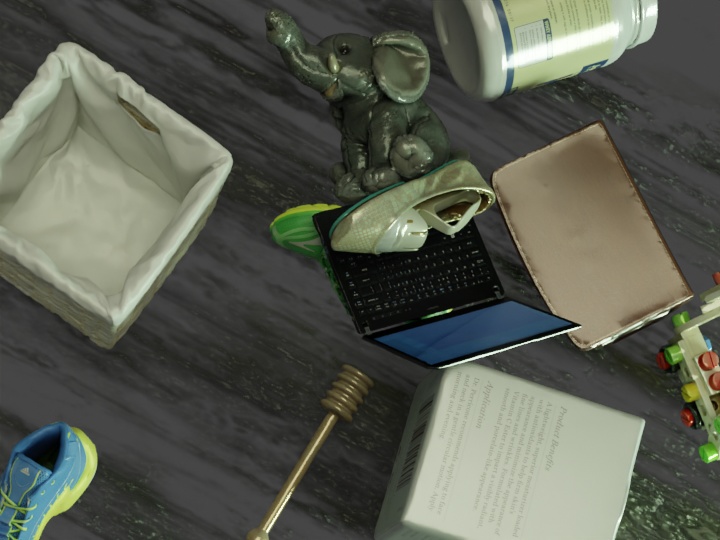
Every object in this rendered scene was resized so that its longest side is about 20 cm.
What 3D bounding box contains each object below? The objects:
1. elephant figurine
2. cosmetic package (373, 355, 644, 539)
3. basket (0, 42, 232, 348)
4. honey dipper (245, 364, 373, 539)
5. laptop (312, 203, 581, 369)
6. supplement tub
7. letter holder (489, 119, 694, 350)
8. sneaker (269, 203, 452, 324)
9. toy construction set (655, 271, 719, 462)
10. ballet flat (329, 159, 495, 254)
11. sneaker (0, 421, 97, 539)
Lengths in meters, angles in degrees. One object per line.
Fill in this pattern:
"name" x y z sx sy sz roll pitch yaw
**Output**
"elephant figurine" 0.008 -0.178 1.776 0.140 0.155 0.202 -20 88 8
"cosmetic package" 0.137 0.199 1.690 0.198 0.165 0.166 19 74 -4
"basket" -0.254 -0.066 1.685 0.197 0.161 0.201 34 73 0
"honey dipper" -0.054 0.183 1.730 0.038 0.038 0.201 33 75 0
"laptop" 0.080 0.001 1.697 0.176 0.103 0.201 -13 74 -32
"supplement tub" 0.187 -0.266 1.829 0.198 0.145 0.146 -18 79 -14
"letter holder" 0.216 -0.022 1.797 0.141 0.101 0.201 -25 81 -13
"sneaker" 0.000 0.000 1.761 0.199 0.074 0.084 26 60 -3
"toy construction set" 0.358 0.103 1.771 0.091 0.131 0.202 -5 76 -11
"ballet flat" 0.056 -0.054 1.696 0.199 0.068 0.062 -28 63 -40
"sneaker" -0.321 0.216 1.632 0.075 0.105 0.201 26 67 16
